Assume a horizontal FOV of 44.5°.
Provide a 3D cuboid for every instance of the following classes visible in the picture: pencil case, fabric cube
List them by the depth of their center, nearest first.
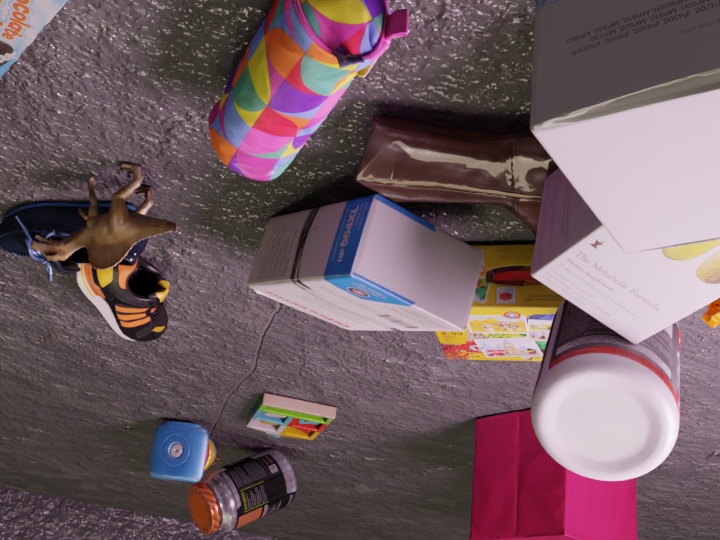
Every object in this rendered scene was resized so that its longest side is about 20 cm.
[{"bbox_3d":[-0.048,-0.142,0.657,0.088,0.089,0.200,19,154,-22],"label":"pencil case"},{"bbox_3d":[0.310,0.349,1.417,0.195,0.202,0.199,26,149,-35],"label":"fabric cube"}]

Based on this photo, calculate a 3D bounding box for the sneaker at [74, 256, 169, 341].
[{"bbox_3d":[-0.270,0.036,1.091,0.089,0.071,0.201,3,152,17],"label":"sneaker"}]

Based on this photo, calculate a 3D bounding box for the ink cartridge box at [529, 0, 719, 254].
[{"bbox_3d":[0.185,-0.135,0.469,0.143,0.202,0.145,-12,148,34],"label":"ink cartridge box"}]

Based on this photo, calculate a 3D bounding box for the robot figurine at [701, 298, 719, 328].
[{"bbox_3d":[0.324,-0.026,0.752,0.145,0.058,0.200,39,160,13],"label":"robot figurine"}]

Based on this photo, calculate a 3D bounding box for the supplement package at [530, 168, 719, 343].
[{"bbox_3d":[0.232,-0.055,0.630,0.113,0.110,0.200,30,139,-15],"label":"supplement package"}]

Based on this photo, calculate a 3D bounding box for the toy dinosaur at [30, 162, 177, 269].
[{"bbox_3d":[-0.234,-0.048,0.875,0.198,0.102,0.058,-7,150,29],"label":"toy dinosaur"}]

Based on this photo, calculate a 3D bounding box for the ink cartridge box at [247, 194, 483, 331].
[{"bbox_3d":[0.000,0.000,0.882,0.145,0.085,0.199,25,164,-32],"label":"ink cartridge box"}]

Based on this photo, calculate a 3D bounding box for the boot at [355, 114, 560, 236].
[{"bbox_3d":[0.098,-0.065,0.790,0.197,0.065,0.187,1,140,7],"label":"boot"}]

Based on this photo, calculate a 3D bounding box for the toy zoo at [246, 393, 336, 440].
[{"bbox_3d":[-0.130,0.268,1.578,0.130,0.021,0.200,13,154,-11],"label":"toy zoo"}]

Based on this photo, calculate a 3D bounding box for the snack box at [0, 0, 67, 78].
[{"bbox_3d":[-0.277,-0.213,0.627,0.115,0.038,0.199,26,148,-33],"label":"snack box"}]

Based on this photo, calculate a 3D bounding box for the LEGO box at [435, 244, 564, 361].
[{"bbox_3d":[0.182,0.038,0.961,0.197,0.078,0.149,-1,153,17],"label":"LEGO box"}]

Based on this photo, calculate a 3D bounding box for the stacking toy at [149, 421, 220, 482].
[{"bbox_3d":[-0.329,0.368,1.766,0.115,0.111,0.200,3,165,14],"label":"stacking toy"}]

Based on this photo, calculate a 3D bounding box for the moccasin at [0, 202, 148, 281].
[{"bbox_3d":[-0.326,-0.033,0.969,0.198,0.069,0.080,-5,151,25],"label":"moccasin"}]

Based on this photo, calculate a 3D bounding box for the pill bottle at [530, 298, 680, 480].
[{"bbox_3d":[0.218,0.077,0.766,0.114,0.200,0.117,9,119,16],"label":"pill bottle"}]

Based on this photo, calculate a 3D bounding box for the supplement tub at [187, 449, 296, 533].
[{"bbox_3d":[-0.237,0.444,1.763,0.199,0.124,0.122,-13,171,-40],"label":"supplement tub"}]
